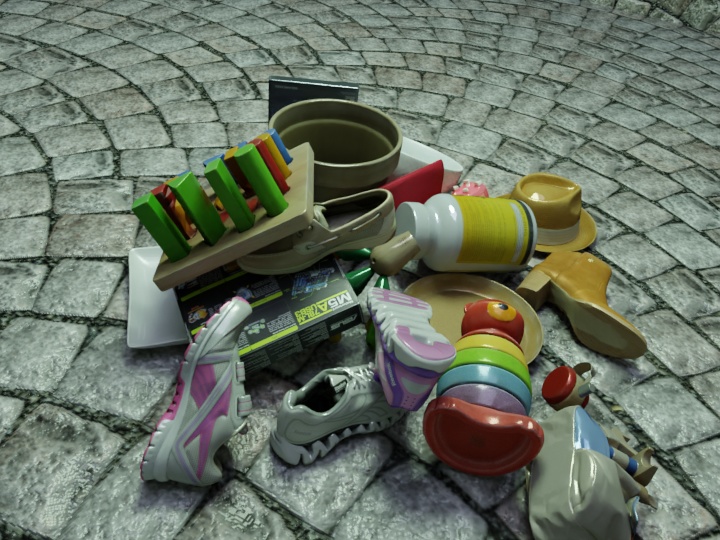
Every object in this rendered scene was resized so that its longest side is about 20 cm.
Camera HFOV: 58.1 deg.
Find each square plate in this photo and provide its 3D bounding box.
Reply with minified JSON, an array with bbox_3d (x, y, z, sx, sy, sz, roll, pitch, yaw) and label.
[{"bbox_3d":[-0.207,0.031,0.869,0.197,0.029,0.199,-4,40,-16],"label":"square plate"}]

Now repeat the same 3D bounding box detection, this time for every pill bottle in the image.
[{"bbox_3d":[0.151,-0.054,0.955,0.197,0.113,0.113,2,36,-23],"label":"pill bottle"}]

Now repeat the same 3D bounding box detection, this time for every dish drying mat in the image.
[{"bbox_3d":[0.045,-0.100,0.955,0.199,0.077,0.018,-27,52,-29],"label":"dish drying mat"}]

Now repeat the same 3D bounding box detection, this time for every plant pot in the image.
[{"bbox_3d":[-0.044,-0.139,0.994,0.197,0.175,0.201,5,40,-4],"label":"plant pot"},{"bbox_3d":[0.146,0.075,0.878,0.197,0.028,0.201,5,37,-4],"label":"plant pot"}]

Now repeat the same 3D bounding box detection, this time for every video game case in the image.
[{"bbox_3d":[-0.082,-0.220,1.074,0.141,0.202,0.019,4,42,-5],"label":"video game case"}]

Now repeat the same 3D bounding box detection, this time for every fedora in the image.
[{"bbox_3d":[0.312,-0.109,1.099,0.197,0.083,0.202,6,38,-4],"label":"fedora"}]

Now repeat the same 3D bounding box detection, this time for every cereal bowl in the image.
[{"bbox_3d":[0.072,-0.175,1.118,0.198,0.084,0.200,20,18,-7],"label":"cereal bowl"}]

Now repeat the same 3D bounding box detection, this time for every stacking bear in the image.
[{"bbox_3d":[0.143,0.114,0.734,0.120,0.115,0.201,13,46,7],"label":"stacking bear"}]

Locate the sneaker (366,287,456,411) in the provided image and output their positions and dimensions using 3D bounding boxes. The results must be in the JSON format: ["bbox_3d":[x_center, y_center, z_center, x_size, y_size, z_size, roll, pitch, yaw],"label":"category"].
[{"bbox_3d":[0.041,0.084,0.714,0.079,0.090,0.200,12,18,-11],"label":"sneaker"}]

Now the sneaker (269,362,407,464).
[{"bbox_3d":[-0.008,0.139,0.722,0.198,0.082,0.075,-21,44,-35],"label":"sneaker"}]

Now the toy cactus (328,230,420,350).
[{"bbox_3d":[0.000,0.000,0.859,0.164,0.102,0.201,-34,53,4],"label":"toy cactus"}]

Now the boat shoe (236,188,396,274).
[{"bbox_3d":[-0.054,-0.051,0.768,0.197,0.065,0.073,-13,51,-5],"label":"boat shoe"}]

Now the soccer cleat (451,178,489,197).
[{"bbox_3d":[0.130,-0.077,1.046,0.199,0.077,0.066,-31,24,-20],"label":"soccer cleat"}]

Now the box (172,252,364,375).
[{"bbox_3d":[-0.122,0.021,0.791,0.198,0.048,0.194,-24,55,-10],"label":"box"}]

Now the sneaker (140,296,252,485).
[{"bbox_3d":[-0.148,0.128,0.669,0.087,0.202,0.081,22,-7,-8],"label":"sneaker"}]

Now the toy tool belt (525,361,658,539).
[{"bbox_3d":[0.240,0.207,0.670,0.122,0.125,0.201,37,39,-13],"label":"toy tool belt"}]

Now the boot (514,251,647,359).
[{"bbox_3d":[0.334,0.035,0.926,0.200,0.072,0.143,29,44,32],"label":"boot"}]

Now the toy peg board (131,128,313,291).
[{"bbox_3d":[-0.164,-0.103,0.779,0.198,0.098,0.200,-22,32,11],"label":"toy peg board"}]
